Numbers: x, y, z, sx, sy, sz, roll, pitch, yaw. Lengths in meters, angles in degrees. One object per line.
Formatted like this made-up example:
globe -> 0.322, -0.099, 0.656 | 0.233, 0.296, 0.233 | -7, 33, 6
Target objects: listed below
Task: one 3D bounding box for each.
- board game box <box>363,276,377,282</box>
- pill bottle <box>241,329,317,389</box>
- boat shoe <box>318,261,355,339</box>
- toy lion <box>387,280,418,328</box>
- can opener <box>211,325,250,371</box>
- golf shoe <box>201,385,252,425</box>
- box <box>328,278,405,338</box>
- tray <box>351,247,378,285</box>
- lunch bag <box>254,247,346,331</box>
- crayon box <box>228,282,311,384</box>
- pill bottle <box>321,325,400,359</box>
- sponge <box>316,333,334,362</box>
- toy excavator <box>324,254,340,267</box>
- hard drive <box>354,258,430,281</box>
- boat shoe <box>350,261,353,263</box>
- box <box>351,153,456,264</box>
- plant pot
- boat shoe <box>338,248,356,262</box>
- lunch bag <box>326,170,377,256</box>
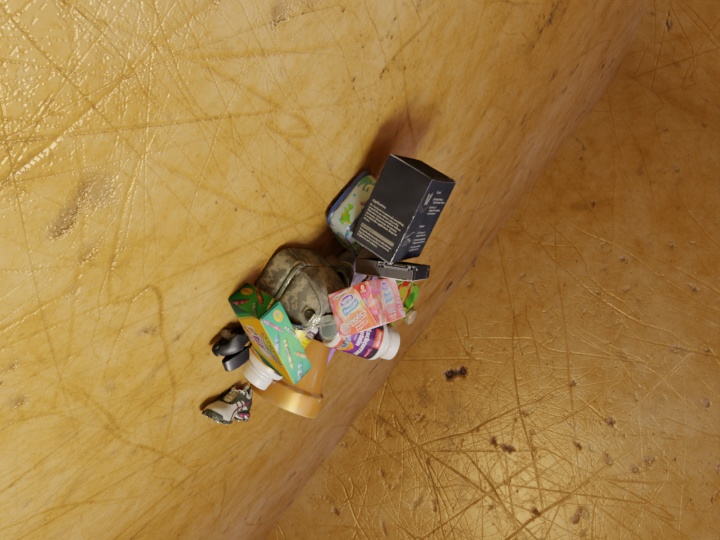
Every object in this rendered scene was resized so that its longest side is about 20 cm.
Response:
board game box -> 0.048, -0.012, 1.568 | 0.203, 0.019, 0.103 | -62, 169, -18
pill bottle -> -0.200, 0.186, 1.435 | 0.202, 0.109, 0.109 | -52, 163, -1
boat shoe -> -0.066, 0.079, 1.418 | 0.062, 0.071, 0.205 | -47, 156, -72
toy lion -> 0.104, 0.088, 1.665 | 0.198, 0.068, 0.196 | -27, 141, -47
can opener -> -0.254, 0.142, 1.306 | 0.200, 0.062, 0.081 | -44, 138, -54
golf shoe -> -0.332, 0.334, 1.480 | 0.200, 0.075, 0.091 | 32, 76, -75
box -> 0.019, 0.078, 1.297 | 0.100, 0.097, 0.199 | -19, 175, 20
tray -> 0.000, 0.000, 1.470 | 0.202, 0.022, 0.107 | -57, 162, 18
lunch bag -> -0.116, 0.053, 1.295 | 0.141, 0.167, 0.199 | -55, 162, 12
crayon box -> -0.186, 0.133, 1.228 | 0.058, 0.117, 0.203 | -42, 133, -26
pill bottle -> 0.004, 0.169, 1.550 | 0.196, 0.112, 0.113 | 21, 114, -28
sponge -> -0.130, 0.222, 1.683 | 0.030, 0.111, 0.203 | -23, 147, -52
toy excavator -> -0.068, 0.055, 1.569 | 0.198, 0.099, 0.197 | 0, 125, -58
hard drive -> 0.080, -0.003, 1.383 | 0.199, 0.136, 0.039 | -1, 99, -73
boat shoe -> 0.034, -0.070, 1.603 | 0.200, 0.071, 0.066 | -46, 162, -26
box -> 0.100, -0.138, 1.316 | 0.204, 0.116, 0.196 | -63, 162, 17
plant pot -> -0.168, 0.259, 1.560 | 0.188, 0.196, 0.200 | -66, 163, -4
boat shoe -> 0.016, -0.093, 1.524 | 0.198, 0.069, 0.071 | -36, 163, 19
lunch bag -> 0.003, -0.131, 1.387 | 0.162, 0.082, 0.200 | -50, 163, -5
